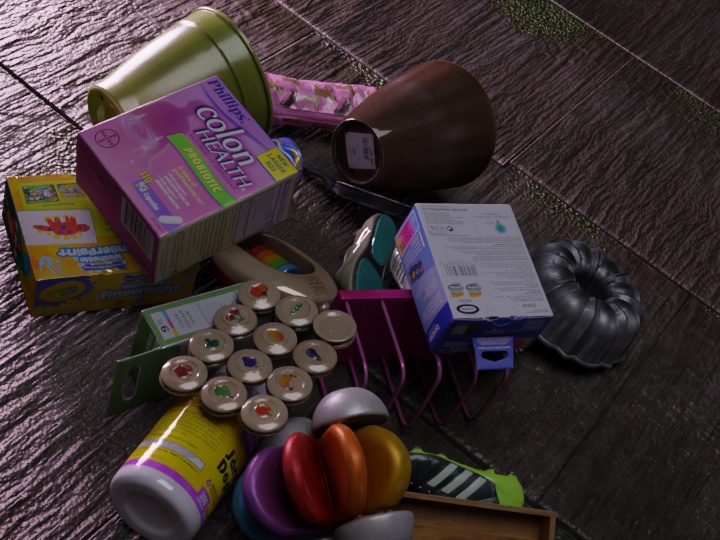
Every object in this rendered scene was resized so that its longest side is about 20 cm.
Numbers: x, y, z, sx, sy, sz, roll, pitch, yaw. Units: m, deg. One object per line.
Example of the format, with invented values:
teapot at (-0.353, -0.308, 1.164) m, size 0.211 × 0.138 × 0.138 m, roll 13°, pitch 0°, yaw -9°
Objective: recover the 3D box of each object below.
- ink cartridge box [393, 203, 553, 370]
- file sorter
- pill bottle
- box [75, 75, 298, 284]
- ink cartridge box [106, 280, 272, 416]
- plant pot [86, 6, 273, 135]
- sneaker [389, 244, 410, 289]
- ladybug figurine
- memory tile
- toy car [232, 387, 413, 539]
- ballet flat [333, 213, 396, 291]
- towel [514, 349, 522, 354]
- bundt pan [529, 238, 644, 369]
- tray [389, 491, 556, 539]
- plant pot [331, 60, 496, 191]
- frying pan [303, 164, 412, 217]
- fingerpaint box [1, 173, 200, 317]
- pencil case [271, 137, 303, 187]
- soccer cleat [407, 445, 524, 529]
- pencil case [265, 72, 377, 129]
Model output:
ink cartridge box at (0.135, 0.020, 1.360) m, size 0.136 × 0.076 × 0.200 m, roll -1°, pitch 53°, yaw -23°
file sorter at (0.059, 0.112, 1.398) m, size 0.199 × 0.139 × 0.126 m, roll 0°, pitch 52°, yaw -24°
pill bottle at (-0.174, 0.191, 1.246) m, size 0.104 × 0.104 × 0.200 m, roll 30°, pitch 45°, yaw 6°
box at (-0.209, -0.112, 1.390) m, size 0.200 × 0.097 × 0.176 m, roll -28°, pitch 67°, yaw -30°
ink cartridge box at (-0.207, 0.087, 1.329) m, size 0.200 × 0.104 × 0.059 m, roll -17°, pitch 57°, yaw -34°
plant pot at (-0.253, -0.224, 1.557) m, size 0.193 × 0.201 × 0.200 m, roll -32°, pitch 66°, yaw -27°
sneaker at (0.074, 0.007, 1.525) m, size 0.080 × 0.077 × 0.200 m, roll 23°, pitch 17°, yaw -2°
ladybug figurine at (-0.112, 0.012, 1.437) m, size 0.135 × 0.072 × 0.200 m, roll -2°, pitch 29°, yaw -46°
memory tile at (-0.107, 0.089, 1.262) m, size 0.153 × 0.017 × 0.200 m, roll 25°, pitch 44°, yaw 17°
toy car at (-0.051, 0.223, 1.193) m, size 0.150 × 0.200 × 0.176 m, roll 9°, pitch 58°, yaw -47°
ballet flat at (0.000, 0.000, 1.529) m, size 0.069 × 0.070 × 0.200 m, roll 24°, pitch 39°, yaw -1°
towel at (0.156, 0.020, 1.521) m, size 0.200 × 0.022 × 0.147 m, roll 56°, pitch 15°, yaw 7°
bundt pan at (0.307, 0.035, 1.598) m, size 0.201 × 0.076 × 0.202 m, roll 21°, pitch 39°, yaw -19°
tray at (0.115, 0.304, 1.283) m, size 0.199 × 0.037 × 0.099 m, roll 10°, pitch 78°, yaw -13°
plant pot at (0.059, -0.186, 1.620) m, size 0.187 × 0.187 × 0.200 m, roll 45°, pitch 40°, yaw 20°
frying pan at (-0.017, -0.112, 1.617) m, size 0.189 × 0.031 × 0.115 m, roll 19°, pitch 3°, yaw 1°
fingerpaint box at (-0.319, -0.037, 1.417) m, size 0.199 × 0.073 × 0.167 m, roll -7°, pitch 53°, yaw -29°
pencil case at (-0.170, -0.123, 1.559) m, size 0.200 × 0.078 × 0.087 m, roll -18°, pitch 64°, yaw -35°
soccer cleat at (0.095, 0.256, 1.333) m, size 0.199 × 0.068 × 0.081 m, roll 15°, pitch 58°, yaw -11°
pencil case at (-0.070, -0.244, 1.715) m, size 0.199 × 0.086 × 0.083 m, roll 6°, pitch 78°, yaw -18°
